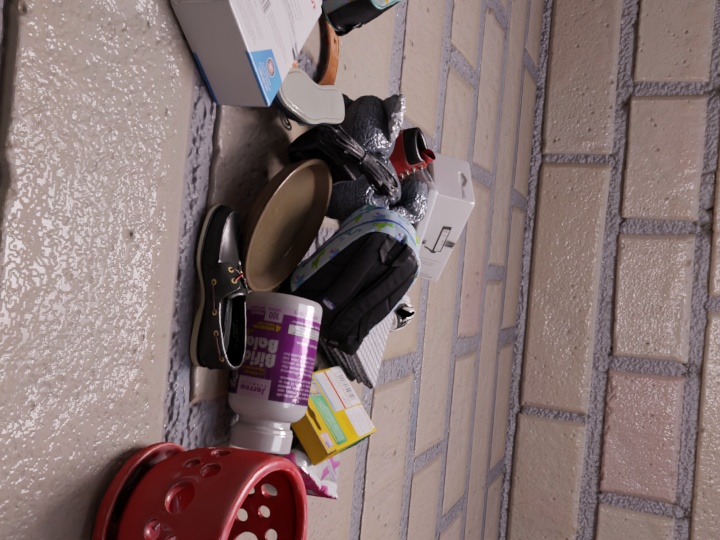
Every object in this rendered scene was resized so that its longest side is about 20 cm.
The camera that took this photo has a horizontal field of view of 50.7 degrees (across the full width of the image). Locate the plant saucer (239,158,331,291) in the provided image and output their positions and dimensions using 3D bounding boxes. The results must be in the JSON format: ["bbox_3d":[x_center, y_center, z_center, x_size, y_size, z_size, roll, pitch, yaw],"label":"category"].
[{"bbox_3d":[-0.105,-0.065,1.042,0.201,0.029,0.202,-53,162,-25],"label":"plant saucer"}]

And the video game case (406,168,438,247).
[{"bbox_3d":[0.094,-0.090,1.447,0.183,0.023,0.204,-100,-156,-65],"label":"video game case"}]

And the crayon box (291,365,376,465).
[{"bbox_3d":[-0.058,0.225,1.190,0.127,0.051,0.199,58,17,13],"label":"crayon box"}]

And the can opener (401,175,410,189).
[{"bbox_3d":[0.059,-0.218,1.473,0.202,0.052,0.068,70,32,-44],"label":"can opener"}]

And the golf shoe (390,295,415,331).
[{"bbox_3d":[0.072,0.089,1.522,0.199,0.090,0.075,-27,118,-66],"label":"golf shoe"}]

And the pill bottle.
[{"bbox_3d":[-0.119,0.138,1.025,0.112,0.110,0.206,30,66,-66],"label":"pill bottle"}]

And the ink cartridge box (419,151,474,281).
[{"bbox_3d":[0.144,-0.106,1.489,0.148,0.082,0.203,-90,-163,-49],"label":"ink cartridge box"}]

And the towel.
[{"bbox_3d":[-0.016,0.082,1.315,0.202,0.083,0.168,65,35,-48],"label":"towel"}]

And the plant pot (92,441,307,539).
[{"bbox_3d":[-0.176,0.289,0.820,0.200,0.178,0.206,5,90,-69],"label":"plant pot"}]

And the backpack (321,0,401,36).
[{"bbox_3d":[-0.010,-0.470,1.094,0.203,0.151,0.176,59,31,-12],"label":"backpack"}]

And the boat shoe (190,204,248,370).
[{"bbox_3d":[-0.167,0.021,0.949,0.073,0.062,0.207,8,86,-66],"label":"boat shoe"}]

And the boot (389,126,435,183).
[{"bbox_3d":[0.072,-0.166,1.397,0.073,0.141,0.204,-55,144,-50],"label":"boot"}]

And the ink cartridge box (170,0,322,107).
[{"bbox_3d":[-0.130,-0.324,0.932,0.148,0.084,0.203,71,31,-47],"label":"ink cartridge box"}]

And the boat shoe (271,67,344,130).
[{"bbox_3d":[-0.084,-0.236,1.054,0.199,0.060,0.077,-25,108,-67],"label":"boat shoe"}]

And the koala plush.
[{"bbox_3d":[0.009,-0.184,1.212,0.182,0.174,0.206,-9,107,-57],"label":"koala plush"}]

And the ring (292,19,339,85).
[{"bbox_3d":[-0.079,-0.347,1.146,0.200,0.019,0.206,5,90,-69],"label":"ring"}]

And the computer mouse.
[{"bbox_3d":[-0.033,-0.164,1.076,0.138,0.198,0.053,41,75,-29],"label":"computer mouse"}]

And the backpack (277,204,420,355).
[{"bbox_3d":[0.000,0.000,1.127,0.162,0.200,0.155,37,38,-15],"label":"backpack"}]

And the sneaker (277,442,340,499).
[{"bbox_3d":[-0.083,0.304,1.208,0.201,0.079,0.090,62,34,-63],"label":"sneaker"}]
